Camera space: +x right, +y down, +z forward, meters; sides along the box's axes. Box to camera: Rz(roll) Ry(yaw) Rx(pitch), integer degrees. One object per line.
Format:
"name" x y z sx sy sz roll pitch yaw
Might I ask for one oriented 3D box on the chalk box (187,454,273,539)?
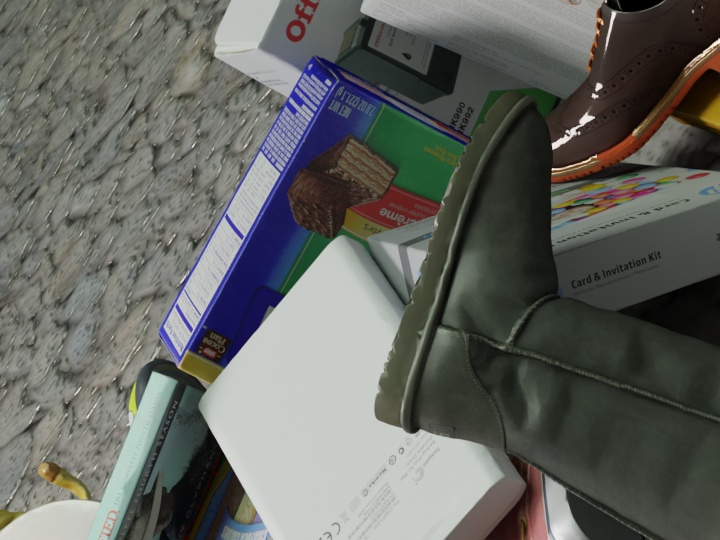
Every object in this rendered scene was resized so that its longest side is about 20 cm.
"chalk box" -0.035 0.195 1.429 0.200 0.124 0.124 -65 21 -8

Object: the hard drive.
"hard drive" -0.004 0.092 1.321 0.132 0.026 0.200 -50 44 16

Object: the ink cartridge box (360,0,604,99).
"ink cartridge box" 0.101 -0.168 1.431 0.200 0.162 0.050 136 154 -68

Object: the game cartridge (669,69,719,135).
"game cartridge" 0.241 -0.160 1.321 0.200 0.032 0.176 -64 21 2

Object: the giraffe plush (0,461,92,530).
"giraffe plush" -0.235 0.259 1.829 0.200 0.173 0.162 -27 44 13

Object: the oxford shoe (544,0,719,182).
"oxford shoe" 0.148 -0.120 1.338 0.200 0.072 0.071 -41 21 37

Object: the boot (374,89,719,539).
"boot" 0.124 0.029 1.141 0.073 0.200 0.182 18 -90 -74

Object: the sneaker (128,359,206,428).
"sneaker" -0.089 0.114 1.659 0.200 0.074 0.081 47 128 42

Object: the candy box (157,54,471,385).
"candy box" 0.000 0.000 1.513 0.200 0.169 0.077 -61 18 9

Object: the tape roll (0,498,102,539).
"tape roll" -0.177 0.249 1.633 0.202 0.037 0.203 -3 84 27

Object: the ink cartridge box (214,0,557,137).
"ink cartridge box" 0.029 -0.156 1.582 0.146 0.200 0.084 -66 22 -7

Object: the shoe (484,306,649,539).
"shoe" 0.101 0.095 1.296 0.091 0.071 0.200 -49 24 38

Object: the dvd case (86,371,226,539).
"dvd case" -0.102 0.145 1.481 0.146 0.022 0.200 -68 -24 -5

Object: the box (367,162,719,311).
"box" 0.110 -0.014 1.310 0.200 0.156 0.041 -163 56 -69

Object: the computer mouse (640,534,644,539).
"computer mouse" 0.133 0.115 1.211 0.034 0.059 0.200 -41 29 42
